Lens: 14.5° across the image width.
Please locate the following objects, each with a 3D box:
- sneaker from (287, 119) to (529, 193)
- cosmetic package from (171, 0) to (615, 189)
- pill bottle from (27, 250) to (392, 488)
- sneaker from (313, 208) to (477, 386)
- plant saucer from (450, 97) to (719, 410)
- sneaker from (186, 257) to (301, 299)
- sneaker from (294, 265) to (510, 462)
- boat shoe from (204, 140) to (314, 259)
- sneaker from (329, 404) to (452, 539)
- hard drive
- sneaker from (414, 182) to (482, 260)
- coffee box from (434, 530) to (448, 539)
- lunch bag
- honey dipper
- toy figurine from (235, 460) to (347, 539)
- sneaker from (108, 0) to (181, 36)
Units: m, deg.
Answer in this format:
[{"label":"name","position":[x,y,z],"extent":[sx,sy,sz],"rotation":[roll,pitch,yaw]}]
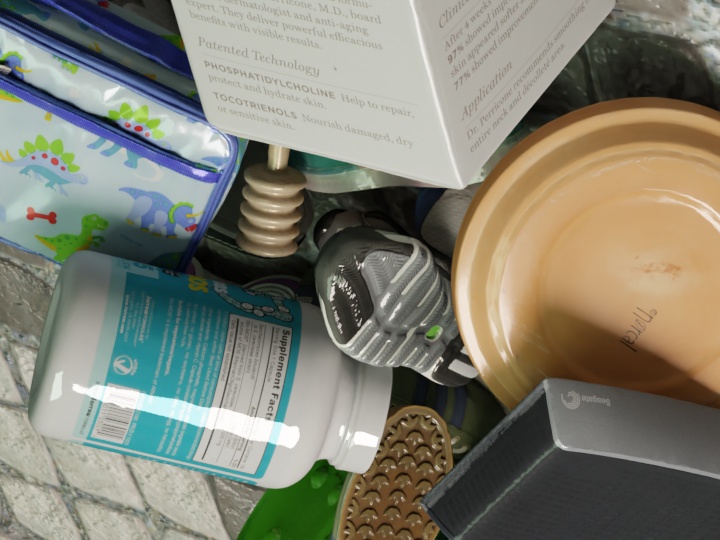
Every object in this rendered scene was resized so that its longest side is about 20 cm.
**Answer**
[{"label":"sneaker","position":[0.021,-0.092,1.624],"extent":[0.200,0.071,0.080],"rotation":[-1,109,52]},{"label":"cosmetic package","position":[0.009,-0.181,1.438],"extent":[0.166,0.167,0.201],"rotation":[16,138,33]},{"label":"pill bottle","position":[-0.086,0.062,1.644],"extent":[0.199,0.111,0.111],"rotation":[14,147,-11]},{"label":"sneaker","position":[0.000,0.000,1.645],"extent":[0.115,0.075,0.200],"rotation":[43,-177,30]},{"label":"plant saucer","position":[0.149,0.006,1.519],"extent":[0.199,0.032,0.201],"rotation":[-2,113,-4]},{"label":"sneaker","position":[-0.087,0.046,1.867],"extent":[0.200,0.075,0.100],"rotation":[13,151,43]},{"label":"sneaker","position":[0.023,0.078,1.766],"extent":[0.067,0.090,0.200],"rotation":[-17,117,49]},{"label":"boat shoe","position":[-0.110,-0.062,1.775],"extent":[0.200,0.076,0.060],"rotation":[38,147,24]},{"label":"sneaker","position":[-0.004,0.178,1.723],"extent":[0.067,0.201,0.090],"rotation":[15,173,-23]},{"label":"hard drive","position":[0.148,0.124,1.547],"extent":[0.199,0.042,0.135],"rotation":[15,135,-33]},{"label":"sneaker","position":[0.102,-0.007,1.615],"extent":[0.199,0.088,0.075],"rotation":[13,139,37]},{"label":"coffee box","position":[0.130,0.187,1.791],"extent":[0.199,0.044,0.123],"rotation":[20,178,27]},{"label":"lunch bag","position":[-0.170,-0.084,1.652],"extent":[0.199,0.083,0.161],"rotation":[26,128,-8]},{"label":"honey dipper","position":[-0.042,-0.106,1.625],"extent":[0.038,0.038,0.201],"rotation":[20,115,27]},{"label":"toy figurine","position":[0.029,0.216,1.882],"extent":[0.184,0.150,0.200],"rotation":[39,177,-15]},{"label":"sneaker","position":[-0.183,-0.145,1.707],"extent":[0.114,0.076,0.200],"rotation":[-33,100,20]}]
